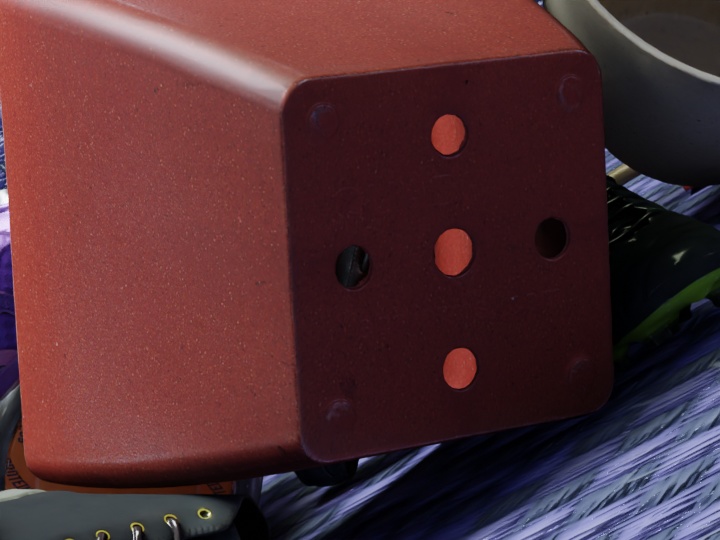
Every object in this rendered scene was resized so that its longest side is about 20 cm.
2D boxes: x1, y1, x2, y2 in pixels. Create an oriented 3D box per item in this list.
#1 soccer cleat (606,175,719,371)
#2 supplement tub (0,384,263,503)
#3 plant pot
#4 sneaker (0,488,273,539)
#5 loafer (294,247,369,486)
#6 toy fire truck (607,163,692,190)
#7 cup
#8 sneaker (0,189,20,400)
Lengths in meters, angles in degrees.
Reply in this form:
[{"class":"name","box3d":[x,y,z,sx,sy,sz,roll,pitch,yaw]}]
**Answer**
[{"class":"soccer cleat","box3d":[0.095,-0.008,1.127,0.067,0.081,0.200,-33,5,-9]},{"class":"supplement tub","box3d":[-0.103,0.081,1.260,0.122,0.123,0.200,-32,5,2]},{"class":"plant pot","box3d":[-0.009,-0.015,1.062,0.199,0.202,0.176,-8,11,-29]},{"class":"sneaker","box3d":[-0.101,0.112,0.986,0.105,0.075,0.200,-5,8,15]},{"class":"loafer","box3d":[0.000,0.000,1.213,0.070,0.202,0.068,5,16,6]},{"class":"toy fire truck","box3d":[0.100,-0.023,1.450,0.199,0.049,0.141,-31,4,24]},{"class":"cup","box3d":[0.170,-0.123,1.346,0.200,0.200,0.144,-34,-20,-28]},{"class":"sneaker","box3d":[-0.172,0.042,1.148,0.199,0.081,0.089,-31,31,21]}]
